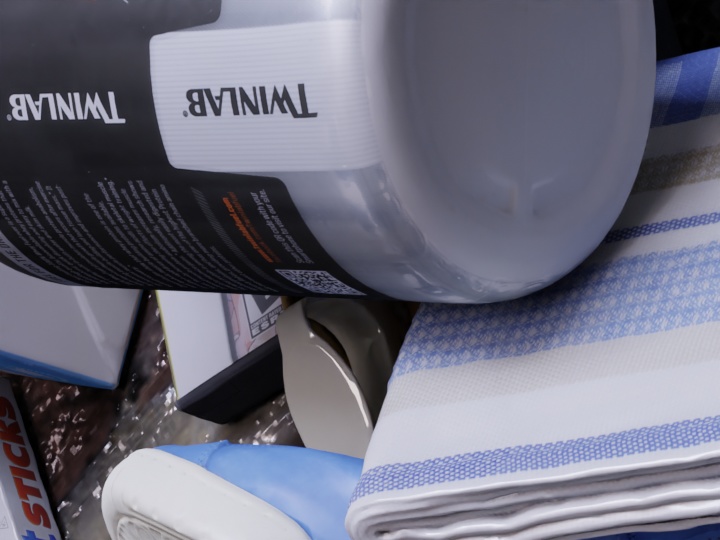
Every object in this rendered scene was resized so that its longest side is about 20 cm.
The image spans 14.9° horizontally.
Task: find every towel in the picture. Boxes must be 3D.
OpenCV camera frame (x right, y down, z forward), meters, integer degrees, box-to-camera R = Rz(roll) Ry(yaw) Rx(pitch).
[{"bbox_3d":[0.084,-0.001,0.677,0.147,0.024,0.200,-11,30,23],"label":"towel"}]

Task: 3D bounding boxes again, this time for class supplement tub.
[{"bbox_3d":[-0.035,-0.055,0.708,0.200,0.122,0.123,2,76,40],"label":"supplement tub"}]

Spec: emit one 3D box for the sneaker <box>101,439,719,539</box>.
[{"bbox_3d":[0.038,0.067,0.696,0.200,0.077,0.111,18,54,32],"label":"sneaker"}]

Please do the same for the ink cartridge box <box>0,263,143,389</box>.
[{"bbox_3d":[-0.181,-0.011,0.956,0.200,0.116,0.067,6,80,45],"label":"ink cartridge box"}]

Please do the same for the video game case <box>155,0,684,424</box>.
[{"bbox_3d":[0.002,-0.074,0.873,0.200,0.025,0.181,-33,54,30],"label":"video game case"}]

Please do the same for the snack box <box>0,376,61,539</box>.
[{"bbox_3d":[-0.120,0.131,0.909,0.072,0.024,0.200,-43,50,25],"label":"snack box"}]

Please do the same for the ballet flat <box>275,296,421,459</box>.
[{"bbox_3d":[0.000,0.000,0.787,0.069,0.063,0.200,-36,58,34],"label":"ballet flat"}]
